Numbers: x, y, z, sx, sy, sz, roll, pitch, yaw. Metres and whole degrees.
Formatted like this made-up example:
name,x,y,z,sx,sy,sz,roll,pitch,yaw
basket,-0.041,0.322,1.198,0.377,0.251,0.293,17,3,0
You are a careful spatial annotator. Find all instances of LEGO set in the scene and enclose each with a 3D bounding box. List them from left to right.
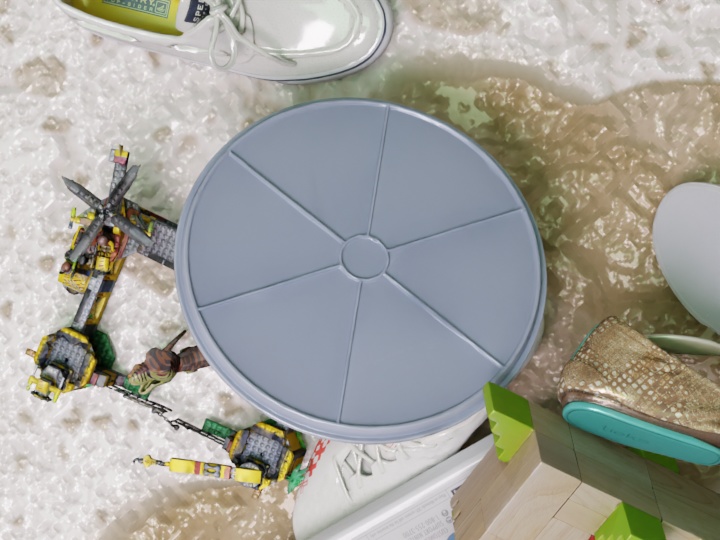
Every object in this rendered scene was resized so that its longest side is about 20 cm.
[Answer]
name,x,y,z,sx,sy,sz,roll,pitch,yaw
LEGO set,-0.102,0.039,1.081,0.199,0.116,0.155,32,97,9

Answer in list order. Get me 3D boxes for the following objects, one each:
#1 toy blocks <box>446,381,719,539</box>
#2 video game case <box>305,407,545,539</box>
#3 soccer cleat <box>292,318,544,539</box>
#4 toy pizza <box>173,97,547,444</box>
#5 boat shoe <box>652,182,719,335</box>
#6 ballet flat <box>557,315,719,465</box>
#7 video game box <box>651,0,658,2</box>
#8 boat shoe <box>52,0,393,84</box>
name,x,y,z,sx,sy,sz,roll,pitch,yaw
toy blocks,0.114,0.161,1.009,0.199,0.100,0.137,26,118,-20
video game case,0.064,0.198,1.078,0.199,0.024,0.183,-31,107,11
soccer cleat,0.027,0.086,1.076,0.069,0.085,0.200,43,100,6
toy pizza,0.000,0.000,1.017,0.198,0.032,0.202,3,64,-7
boat shoe,0.244,0.018,1.030,0.200,0.069,0.071,37,110,37
ballet flat,0.199,0.076,0.976,0.198,0.071,0.066,23,70,-6
video game box,0.181,-0.278,1.031,0.200,0.047,0.183,-39,77,11
boat shoe,-0.084,-0.152,1.085,0.200,0.086,0.075,13,96,11
